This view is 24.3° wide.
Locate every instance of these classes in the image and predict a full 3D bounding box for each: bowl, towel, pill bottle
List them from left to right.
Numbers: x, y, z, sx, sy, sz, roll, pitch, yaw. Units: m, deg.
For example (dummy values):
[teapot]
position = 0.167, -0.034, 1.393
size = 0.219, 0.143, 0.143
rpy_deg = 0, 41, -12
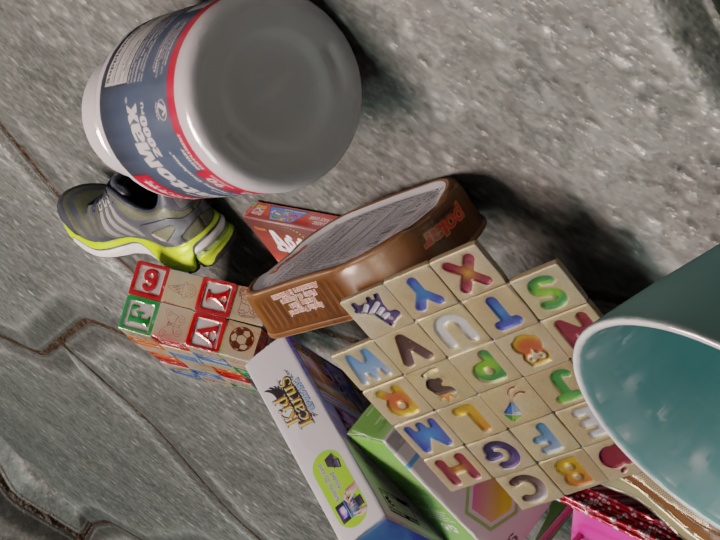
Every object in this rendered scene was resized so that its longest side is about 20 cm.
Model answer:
[pill bottle]
position = -0.097, -0.104, 1.045
size = 0.120, 0.120, 0.200
rpy_deg = 48, 159, -21
[towel]
position = 0.208, 0.169, 1.121
size = 0.200, 0.023, 0.145
rpy_deg = 23, -176, 28
[bowl]
position = 0.219, 0.057, 0.848
size = 0.201, 0.105, 0.201
rpy_deg = 34, 160, 15

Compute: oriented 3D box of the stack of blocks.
[stack of blocks]
position = -0.119, 0.055, 1.412
size = 0.115, 0.059, 0.200
rpy_deg = 13, 168, 10

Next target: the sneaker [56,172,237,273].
[sneaker]
position = -0.187, -0.057, 1.388
size = 0.200, 0.074, 0.081
rpy_deg = 8, 137, 43

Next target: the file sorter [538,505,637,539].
[file sorter]
position = 0.188, 0.281, 1.226
size = 0.139, 0.125, 0.200
rpy_deg = 23, 135, 28

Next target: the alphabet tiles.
[alphabet tiles]
position = 0.085, 0.068, 1.005
size = 0.166, 0.006, 0.200
rpy_deg = -24, 121, 31

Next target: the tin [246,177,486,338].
[tin]
position = 0.000, -0.008, 1.070
size = 0.200, 0.112, 0.042
rpy_deg = -17, 106, 56

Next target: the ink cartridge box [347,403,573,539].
[ink cartridge box]
position = 0.095, 0.152, 1.264
size = 0.200, 0.104, 0.059
rpy_deg = 48, 159, -20

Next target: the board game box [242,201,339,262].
[board game box]
position = 0.000, 0.000, 1.236
size = 0.200, 0.019, 0.103
rpy_deg = 12, 145, 52

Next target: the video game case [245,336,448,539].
[video game case]
position = 0.009, 0.158, 1.325
size = 0.200, 0.045, 0.181
rpy_deg = 37, -162, -54

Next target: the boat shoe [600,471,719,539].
[boat shoe]
position = 0.210, 0.119, 1.041
size = 0.200, 0.076, 0.074
rpy_deg = 23, 138, 29
